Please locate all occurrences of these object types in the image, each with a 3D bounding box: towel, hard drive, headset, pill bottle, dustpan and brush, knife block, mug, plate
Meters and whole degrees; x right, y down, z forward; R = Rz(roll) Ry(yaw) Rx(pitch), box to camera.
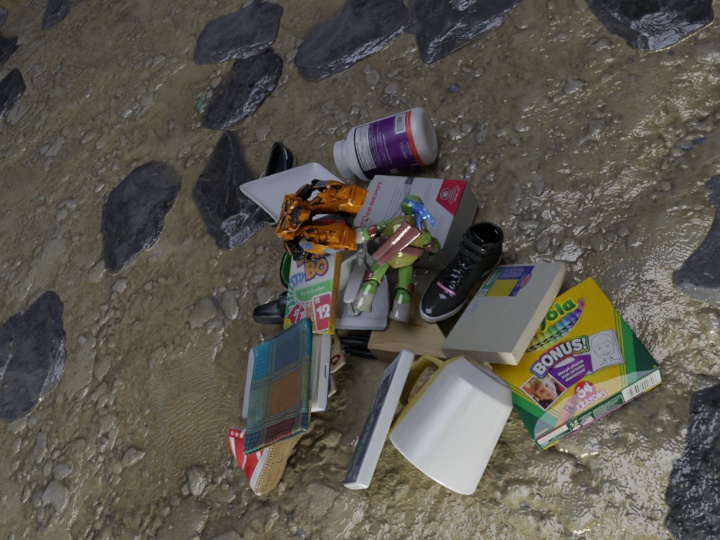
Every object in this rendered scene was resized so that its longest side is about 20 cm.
[{"bbox_3d":[-0.134,0.186,1.059,0.146,0.022,0.202,-30,43,32],"label":"towel"},{"bbox_3d":[-0.133,0.191,1.159,0.198,0.025,0.134,-17,60,39],"label":"hard drive"},{"bbox_3d":[-0.090,-0.038,1.272,0.199,0.094,0.125,-31,50,25],"label":"headset"},{"bbox_3d":[0.049,-0.248,1.308,0.198,0.113,0.114,-12,56,25],"label":"pill bottle"},{"bbox_3d":[0.000,0.000,1.138,0.138,0.057,0.202,-1,57,29],"label":"dustpan and brush"},{"bbox_3d":[0.055,0.128,1.103,0.175,0.064,0.201,-37,50,7],"label":"knife block"},{"bbox_3d":[0.125,0.198,0.933,0.186,0.149,0.154,35,96,24],"label":"mug"},{"bbox_3d":[-0.120,-0.149,1.345,0.198,0.033,0.200,-23,45,-30],"label":"plate"}]

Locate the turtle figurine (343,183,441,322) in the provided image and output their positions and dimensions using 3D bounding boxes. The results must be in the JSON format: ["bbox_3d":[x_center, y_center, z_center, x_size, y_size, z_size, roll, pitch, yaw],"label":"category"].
[{"bbox_3d":[0.054,-0.026,1.067,0.199,0.143,0.197,19,93,53],"label":"turtle figurine"}]

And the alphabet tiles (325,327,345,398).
[{"bbox_3d":[-0.105,0.176,1.166,0.200,0.008,0.169,-40,47,26],"label":"alphabet tiles"}]

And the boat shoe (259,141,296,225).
[{"bbox_3d":[-0.188,-0.197,1.449,0.074,0.062,0.202,-4,60,27],"label":"boat shoe"}]

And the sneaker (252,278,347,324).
[{"bbox_3d":[-0.115,0.035,1.211,0.197,0.076,0.116,-13,100,13],"label":"sneaker"}]

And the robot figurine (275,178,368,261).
[{"bbox_3d":[-0.072,-0.088,1.077,0.199,0.058,0.147,3,78,49],"label":"robot figurine"}]

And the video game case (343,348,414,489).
[{"bbox_3d":[0.025,0.232,0.993,0.023,0.182,0.202,21,70,1],"label":"video game case"}]

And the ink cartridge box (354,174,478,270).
[{"bbox_3d":[0.098,-0.090,1.199,0.198,0.083,0.147,9,67,34],"label":"ink cartridge box"}]

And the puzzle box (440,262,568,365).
[{"bbox_3d":[0.225,0.062,1.003,0.132,0.026,0.200,-3,38,49],"label":"puzzle box"}]

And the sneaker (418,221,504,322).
[{"bbox_3d":[0.164,-0.006,1.061,0.070,0.100,0.200,36,65,26],"label":"sneaker"}]

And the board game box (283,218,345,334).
[{"bbox_3d":[-0.080,0.007,1.132,0.094,0.030,0.203,0,76,30],"label":"board game box"}]

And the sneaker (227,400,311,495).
[{"bbox_3d":[-0.159,0.267,1.100,0.112,0.071,0.202,40,111,37],"label":"sneaker"}]

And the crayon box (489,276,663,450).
[{"bbox_3d":[0.303,0.134,0.954,0.199,0.058,0.174,-33,50,9],"label":"crayon box"}]
